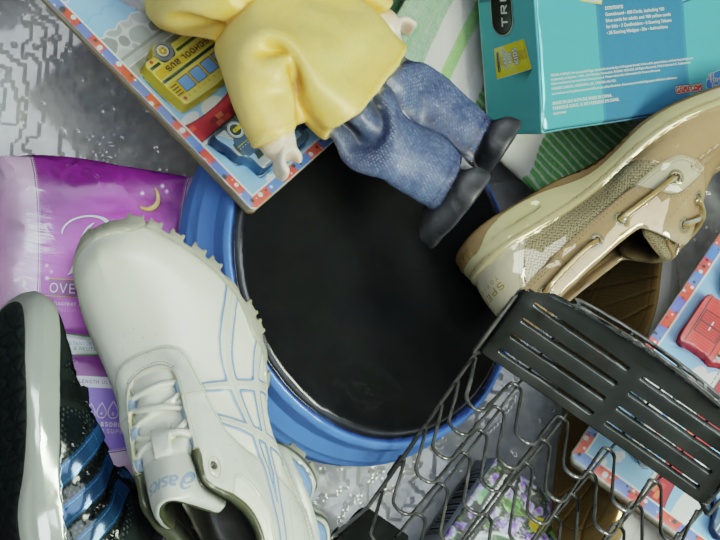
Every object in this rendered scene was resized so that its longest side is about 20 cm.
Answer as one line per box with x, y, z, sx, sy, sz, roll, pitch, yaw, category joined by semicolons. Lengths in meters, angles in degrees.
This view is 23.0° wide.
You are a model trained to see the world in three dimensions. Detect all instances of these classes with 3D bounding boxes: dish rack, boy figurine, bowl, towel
0.086;0.113;0.852;0.153;0.055;0.201;33;120;0;dish rack
-0.023;-0.095;0.844;0.199;0.064;0.125;34;54;-5;boy figurine
0.000;0.000;0.921;0.200;0.039;0.202;9;74;-35;bowl
0.107;-0.126;0.963;0.200;0.023;0.153;39;71;-33;towel

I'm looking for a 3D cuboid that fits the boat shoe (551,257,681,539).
0.151;0.070;0.964;0.069;0.071;0.201;30;58;-29;boat shoe

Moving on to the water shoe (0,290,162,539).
-0.136;0.111;0.835;0.079;0.071;0.202;0;81;-38;water shoe

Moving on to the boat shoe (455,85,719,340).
0.148;-0.032;0.933;0.199;0.071;0.065;-31;73;-9;boat shoe

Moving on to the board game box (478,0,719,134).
0.129;-0.180;0.934;0.150;0.047;0.202;-10;99;-36;board game box

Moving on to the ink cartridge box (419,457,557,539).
0.115;0.203;0.951;0.200;0.050;0.109;38;76;-4;ink cartridge box

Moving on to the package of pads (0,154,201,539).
-0.135;0.045;0.906;0.120;0.076;0.202;5;81;-14;package of pads

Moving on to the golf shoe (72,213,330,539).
-0.078;0.070;0.816;0.078;0.097;0.201;-26;98;17;golf shoe

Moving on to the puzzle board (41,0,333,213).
-0.044;-0.139;0.905;0.151;0.017;0.200;46;55;1;puzzle board

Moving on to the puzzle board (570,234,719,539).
0.221;0.062;0.906;0.150;0.017;0.200;35;70;8;puzzle board
